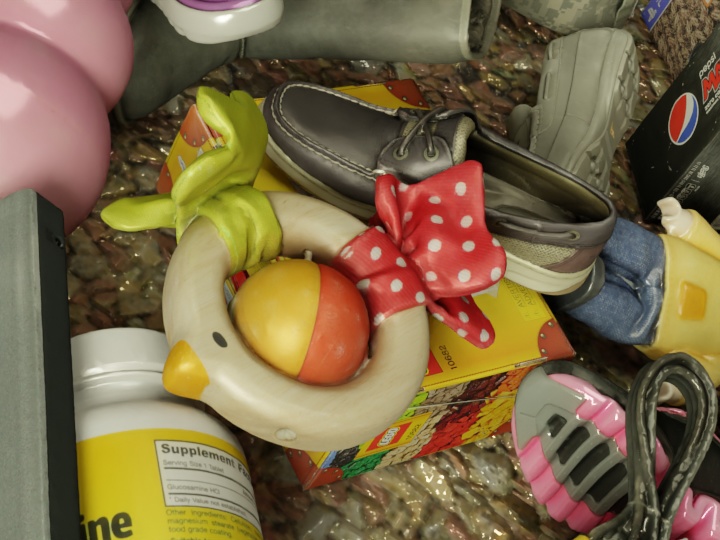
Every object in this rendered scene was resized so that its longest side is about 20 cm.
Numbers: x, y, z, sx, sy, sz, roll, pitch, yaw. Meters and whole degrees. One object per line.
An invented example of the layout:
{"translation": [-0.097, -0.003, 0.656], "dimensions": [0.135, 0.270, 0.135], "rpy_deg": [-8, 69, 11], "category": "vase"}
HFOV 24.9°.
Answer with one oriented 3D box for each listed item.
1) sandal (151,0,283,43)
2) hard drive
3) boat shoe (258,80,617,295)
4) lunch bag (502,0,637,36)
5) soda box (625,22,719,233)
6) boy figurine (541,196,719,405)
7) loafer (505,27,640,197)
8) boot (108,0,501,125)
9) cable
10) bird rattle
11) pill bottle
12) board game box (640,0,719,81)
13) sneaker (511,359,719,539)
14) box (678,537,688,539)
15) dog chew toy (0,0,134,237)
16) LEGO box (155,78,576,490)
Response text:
{"translation": [-0.096, -0.183, 0.901], "dimensions": [0.082, 0.050, 0.203], "rpy_deg": [-19, 36, -23], "category": "sandal"}
{"translation": [-0.183, 0.077, 0.697], "dimensions": [0.033, 0.139, 0.201], "rpy_deg": [40, 31, -48], "category": "hard drive"}
{"translation": [0.042, -0.055, 0.851], "dimensions": [0.199, 0.065, 0.072], "rpy_deg": [26, 48, -5], "category": "boat shoe"}
{"translation": [0.141, -0.268, 1.094], "dimensions": [0.168, 0.201, 0.139], "rpy_deg": [40, 49, 13], "category": "lunch bag"}
{"translation": [0.246, -0.112, 1.016], "dimensions": [0.063, 0.200, 0.071], "rpy_deg": [10, 50, -22], "category": "soda box"}
{"translation": [0.194, 0.024, 0.963], "dimensions": [0.199, 0.064, 0.125], "rpy_deg": [21, 69, -26], "category": "boy figurine"}
{"translation": [0.124, -0.076, 1.028], "dimensions": [0.069, 0.070, 0.201], "rpy_deg": [4, 46, 24], "category": "loafer"}
{"translation": [-0.031, -0.134, 0.930], "dimensions": [0.198, 0.073, 0.182], "rpy_deg": [13, 45, 15], "category": "boot"}
{"translation": [0.133, 0.127, 0.761], "dimensions": [0.097, 0.050, 0.200], "rpy_deg": [38, 65, 2], "category": "cable"}
{"translation": [-0.024, 0.012, 0.760], "dimensions": [0.199, 0.113, 0.164], "rpy_deg": [26, 50, -24], "category": "bird rattle"}
{"translation": [-0.096, 0.131, 0.707], "dimensions": [0.112, 0.113, 0.201], "rpy_deg": [2, 53, -25], "category": "pill bottle"}
{"translation": [0.302, -0.154, 1.107], "dimensions": [0.096, 0.160, 0.201], "rpy_deg": [-1, 54, -27], "category": "board game box"}
{"translation": [0.158, 0.104, 0.878], "dimensions": [0.200, 0.079, 0.096], "rpy_deg": [39, 35, -21], "category": "sneaker"}
{"translation": [0.097, 0.210, 0.778], "dimensions": [0.199, 0.060, 0.117], "rpy_deg": [-8, 58, -32], "category": "box"}
{"translation": [-0.172, -0.106, 0.833], "dimensions": [0.124, 0.125, 0.201], "rpy_deg": [22, 61, -9], "category": "dog chew toy"}
{"translation": [0.000, 0.000, 0.885], "dimensions": [0.148, 0.077, 0.201], "rpy_deg": [-11, 60, -33], "category": "LEGO box"}
